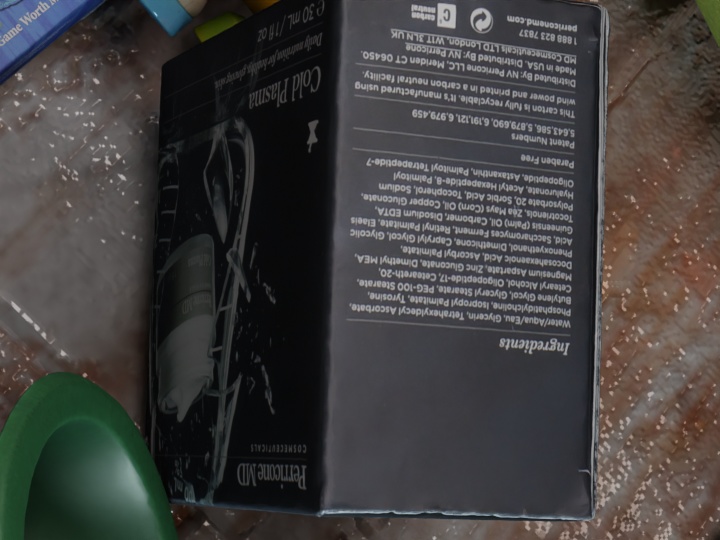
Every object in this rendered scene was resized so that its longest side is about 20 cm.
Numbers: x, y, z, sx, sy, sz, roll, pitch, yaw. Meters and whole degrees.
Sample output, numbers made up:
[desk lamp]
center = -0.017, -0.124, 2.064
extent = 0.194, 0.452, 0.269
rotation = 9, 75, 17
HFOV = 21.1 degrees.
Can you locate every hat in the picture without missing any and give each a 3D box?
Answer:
[hat]
center = -0.178, 0.129, 0.751
extent = 0.175, 0.166, 0.202
rotation = -11, 89, 16

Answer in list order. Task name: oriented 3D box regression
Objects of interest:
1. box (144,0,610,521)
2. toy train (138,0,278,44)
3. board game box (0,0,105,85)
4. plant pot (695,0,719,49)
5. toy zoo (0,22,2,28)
[box]
center = 0.000, 0.000, 0.788
extent = 0.123, 0.200, 0.199
rotation = 3, 84, -25
[toy train]
center = -0.027, -0.124, 0.904
extent = 0.115, 0.200, 0.085
rotation = -38, 56, 3
[board game box]
center = -0.207, -0.173, 0.849
extent = 0.199, 0.043, 0.200
rotation = 47, 59, -5
[plant pot]
center = 0.260, -0.145, 1.007
extent = 0.199, 0.200, 0.185
rotation = -26, 98, -31
[toy zoo]
center = -0.205, -0.180, 0.815
extent = 0.131, 0.020, 0.201
rotation = -29, 88, -32
